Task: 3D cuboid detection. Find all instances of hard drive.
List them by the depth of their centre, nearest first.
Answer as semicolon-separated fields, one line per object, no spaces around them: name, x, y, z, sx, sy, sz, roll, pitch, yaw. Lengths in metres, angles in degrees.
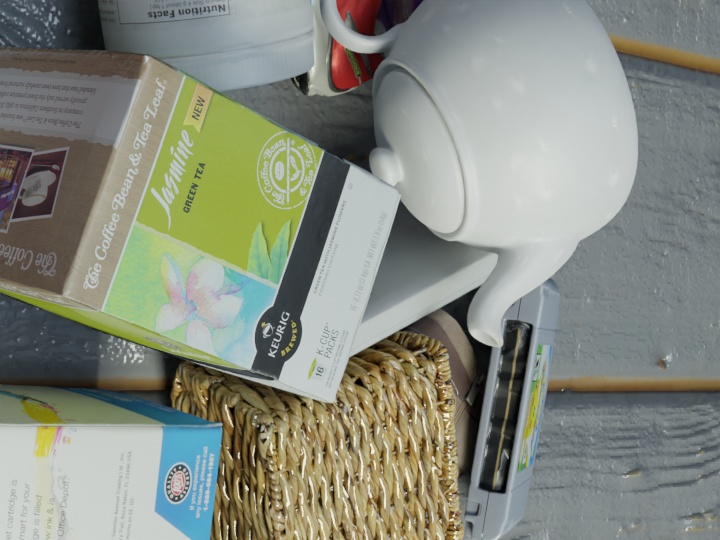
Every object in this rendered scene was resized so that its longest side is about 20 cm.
hard drive;0.000;0.000;1.051;0.199;0.131;0.027;-27;125;-39

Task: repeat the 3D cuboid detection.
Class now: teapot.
teapot;0.069;-0.094;0.994;0.145;0.200;0.199;-21;129;-18

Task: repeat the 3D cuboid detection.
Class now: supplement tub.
supplement tub;-0.100;-0.214;0.938;0.131;0.131;0.203;-19;110;-37

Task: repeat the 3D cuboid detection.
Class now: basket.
basket;-0.030;0.136;1.042;0.148;0.142;0.203;-21;117;-30

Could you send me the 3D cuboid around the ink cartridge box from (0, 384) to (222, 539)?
ink cartridge box;-0.204;0.145;0.893;0.198;0.144;0.149;6;92;-42

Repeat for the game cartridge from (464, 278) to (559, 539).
game cartridge;0.118;0.101;1.199;0.133;0.040;0.203;10;90;-81

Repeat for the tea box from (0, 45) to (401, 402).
tea box;-0.123;-0.029;0.900;0.196;0.199;0.135;24;82;-41

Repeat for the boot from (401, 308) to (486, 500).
boot;0.020;0.082;1.141;0.147;0.070;0.201;-52;127;-30

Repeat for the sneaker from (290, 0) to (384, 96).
sneaker;-0.016;-0.218;1.042;0.084;0.077;0.203;-12;116;-23

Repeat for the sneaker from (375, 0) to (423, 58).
sneaker;0.064;-0.155;1.120;0.081;0.088;0.201;-46;125;-28
